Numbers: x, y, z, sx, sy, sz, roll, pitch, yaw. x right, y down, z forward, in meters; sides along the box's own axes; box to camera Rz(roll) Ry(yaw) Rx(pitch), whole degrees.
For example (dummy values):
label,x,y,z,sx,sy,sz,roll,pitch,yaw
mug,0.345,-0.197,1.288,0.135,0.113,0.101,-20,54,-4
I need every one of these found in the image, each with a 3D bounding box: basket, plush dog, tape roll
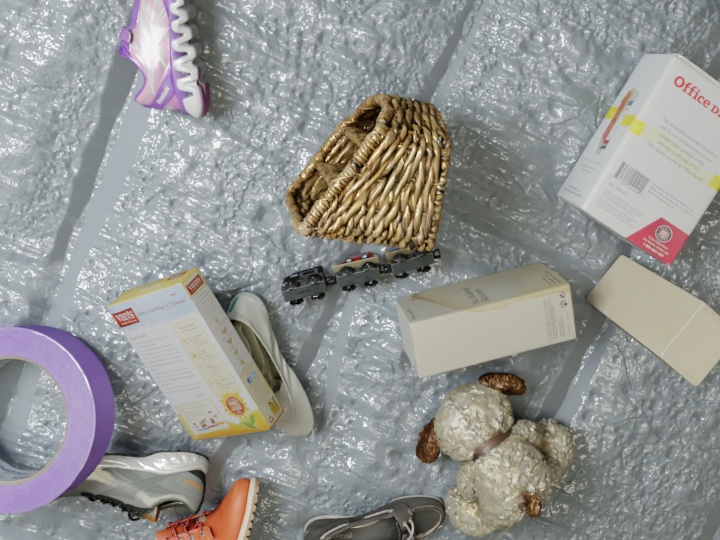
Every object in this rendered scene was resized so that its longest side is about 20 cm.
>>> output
label,x,y,z,sx,sy,sz,roll,pitch,yaw
basket,0.002,-0.117,0.864,0.145,0.200,0.146,6,106,-9
plush dog,0.162,0.226,1.026,0.199,0.160,0.173,-38,81,2
tape roll,-0.385,0.165,0.922,0.195,0.066,0.205,0,88,2

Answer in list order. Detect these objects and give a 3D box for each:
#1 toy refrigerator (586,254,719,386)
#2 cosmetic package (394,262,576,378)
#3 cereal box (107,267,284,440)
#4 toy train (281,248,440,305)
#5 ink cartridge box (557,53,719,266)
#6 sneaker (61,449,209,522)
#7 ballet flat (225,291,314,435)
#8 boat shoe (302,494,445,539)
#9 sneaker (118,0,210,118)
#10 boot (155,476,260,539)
label,x,y,z,sx,sy,sz,roll,pitch,yaw
toy refrigerator,0.352,0.055,0.964,0.069,0.200,0.076,36,97,-16
cosmetic package,0.149,0.058,0.986,0.196,0.104,0.075,-13,106,-6
cereal box,-0.191,0.102,0.941,0.142,0.040,0.203,-13,112,38
toy train,0.000,0.000,0.979,0.196,0.046,0.035,-14,119,-2
ink cartridge box,0.355,-0.134,0.973,0.143,0.084,0.202,29,100,-15
sneaker,-0.282,0.263,0.980,0.195,0.074,0.081,-1,68,-7
ballet flat,-0.118,0.126,0.981,0.068,0.070,0.203,-21,107,-2
boat shoe,0.022,0.348,1.071,0.195,0.057,0.068,-9,107,-6
sneaker,-0.217,-0.260,0.860,0.086,0.081,0.205,-5,107,1
boot,-0.200,0.336,1.029,0.106,0.075,0.202,28,101,-10
